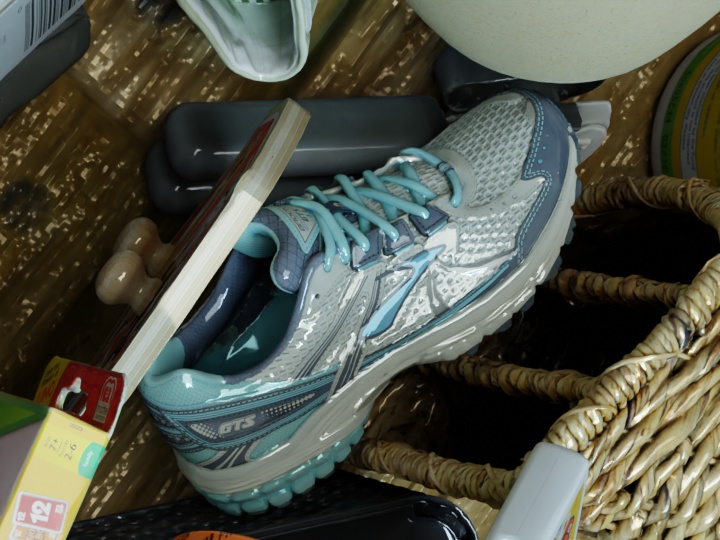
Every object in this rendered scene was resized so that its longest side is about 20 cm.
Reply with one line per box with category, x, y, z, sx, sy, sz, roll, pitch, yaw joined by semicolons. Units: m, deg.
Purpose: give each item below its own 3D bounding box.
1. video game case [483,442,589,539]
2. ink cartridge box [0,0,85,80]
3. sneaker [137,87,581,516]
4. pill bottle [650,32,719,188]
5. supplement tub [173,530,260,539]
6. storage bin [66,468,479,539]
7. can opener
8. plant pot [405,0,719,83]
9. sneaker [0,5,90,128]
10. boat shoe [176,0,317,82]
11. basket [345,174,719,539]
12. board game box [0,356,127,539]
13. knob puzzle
video game case;0.024;0.184;0.956;0.200;0.023;0.182;95;21;-45
ink cartridge box;-0.195;-0.140;1.002;0.200;0.050;0.109;36;62;13
sneaker;0.000;0.000;1.060;0.200;0.078;0.086;-46;132;-8
pill bottle;0.211;-0.047;1.138;0.111;0.200;0.111;-2;94;-24
supplement tub;-0.061;0.197;0.957;0.123;0.123;0.200;36;63;-22
storage bin;-0.056;0.161;1.088;0.200;0.094;0.135;-11;98;-24
can opener;0.009;-0.056;1.135;0.200;0.053;0.066;-8;62;-25
plant pot;0.075;-0.148;1.036;0.200;0.200;0.134;-19;135;-22
sneaker;-0.182;-0.039;1.037;0.200;0.076;0.091;-31;123;-22
boat shoe;-0.049;-0.131;1.023;0.072;0.200;0.062;-12;68;13
basket;0.089;0.028;1.086;0.149;0.200;0.143;17;87;-24
board game box;-0.131;0.117;0.873;0.030;0.096;0.200;28;82;-20
knob puzzle;-0.079;0.009;0.987;0.030;0.220;0.220;35;78;-5
